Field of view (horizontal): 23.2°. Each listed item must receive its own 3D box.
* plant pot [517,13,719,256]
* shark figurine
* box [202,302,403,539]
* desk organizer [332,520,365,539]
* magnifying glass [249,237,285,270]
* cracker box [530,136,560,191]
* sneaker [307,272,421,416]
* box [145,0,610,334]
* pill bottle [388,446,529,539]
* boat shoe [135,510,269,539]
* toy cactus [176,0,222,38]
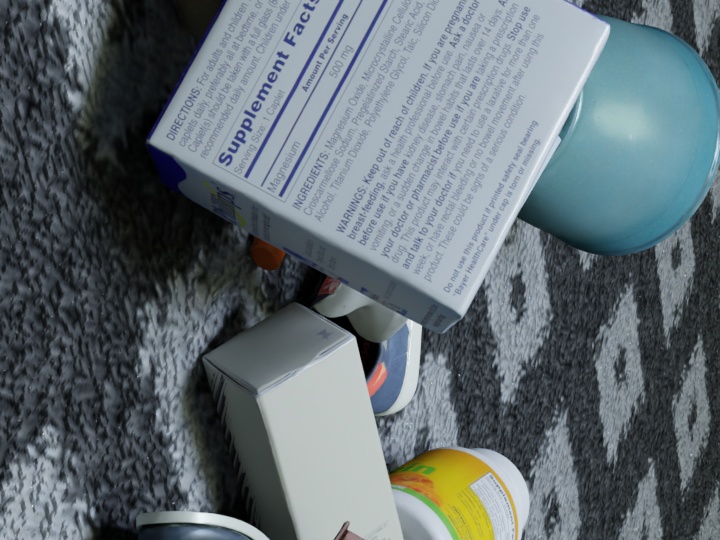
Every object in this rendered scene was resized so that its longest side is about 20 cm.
[{"bbox_3d":[0.167,-0.123,1.442,0.187,0.199,0.202,11,83,-51],"label":"plant pot"},{"bbox_3d":[-0.015,-0.021,1.074,0.090,0.127,0.215,-46,123,-28],"label":"shark figurine"},{"bbox_3d":[-0.033,0.129,1.134,0.082,0.068,0.202,-29,125,-27],"label":"box"},{"bbox_3d":[-0.019,0.262,1.101,0.072,0.077,0.201,-50,165,-52],"label":"desk organizer"},{"bbox_3d":[-0.034,-0.087,1.195,0.080,0.022,0.201,64,36,-47],"label":"magnifying glass"},{"bbox_3d":[0.033,-0.102,1.176,0.200,0.057,0.135,46,63,-27],"label":"cracker box"},{"bbox_3d":[0.000,0.000,1.220,0.084,0.074,0.202,5,82,-52],"label":"sneaker"},{"bbox_3d":[0.008,-0.094,0.996,0.185,0.199,0.105,-61,179,-8],"label":"box"},{"bbox_3d":[0.056,0.196,1.316,0.200,0.110,0.112,-18,110,-64],"label":"pill bottle"},{"bbox_3d":[-0.088,0.195,1.052,0.200,0.074,0.062,70,27,-63],"label":"boat shoe"},{"bbox_3d":[-0.084,-0.213,1.000,0.201,0.101,0.166,-72,163,-50],"label":"toy cactus"}]
